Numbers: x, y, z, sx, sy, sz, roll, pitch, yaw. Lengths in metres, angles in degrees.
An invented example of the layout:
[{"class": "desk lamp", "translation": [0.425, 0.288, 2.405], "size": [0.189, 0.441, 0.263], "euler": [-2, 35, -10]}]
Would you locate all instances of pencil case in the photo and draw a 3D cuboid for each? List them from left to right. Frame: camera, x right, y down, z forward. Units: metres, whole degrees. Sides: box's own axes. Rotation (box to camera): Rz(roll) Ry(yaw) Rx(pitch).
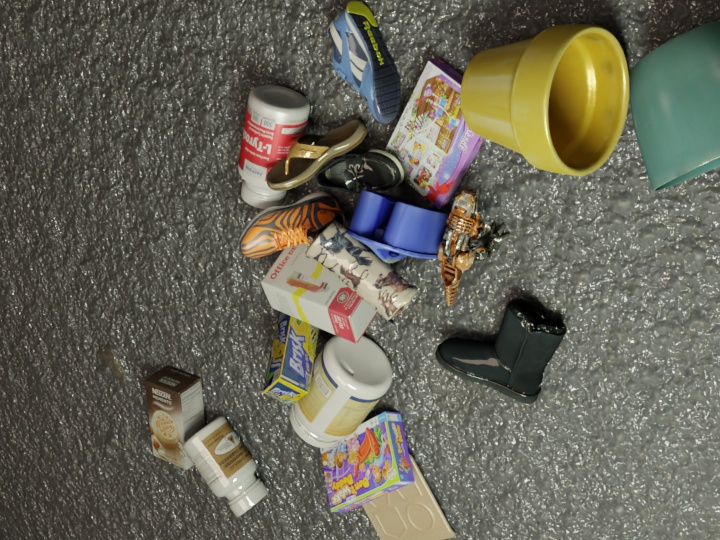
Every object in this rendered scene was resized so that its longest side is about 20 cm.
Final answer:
[{"class": "pencil case", "translation": [0.000, 0.000, 1.518], "size": [0.199, 0.078, 0.090], "euler": [39, 161, 4]}]

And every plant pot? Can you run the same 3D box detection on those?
[{"class": "plant pot", "translation": [0.251, -0.247, 1.290], "size": [0.187, 0.199, 0.205], "euler": [16, 119, 46]}, {"class": "plant pot", "translation": [0.441, -0.218, 1.164], "size": [0.199, 0.199, 0.164], "euler": [-27, 82, 39]}]

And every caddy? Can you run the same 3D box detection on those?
[{"class": "caddy", "translation": [0.061, -0.064, 1.492], "size": [0.139, 0.199, 0.107], "euler": [21, 98, 26]}]

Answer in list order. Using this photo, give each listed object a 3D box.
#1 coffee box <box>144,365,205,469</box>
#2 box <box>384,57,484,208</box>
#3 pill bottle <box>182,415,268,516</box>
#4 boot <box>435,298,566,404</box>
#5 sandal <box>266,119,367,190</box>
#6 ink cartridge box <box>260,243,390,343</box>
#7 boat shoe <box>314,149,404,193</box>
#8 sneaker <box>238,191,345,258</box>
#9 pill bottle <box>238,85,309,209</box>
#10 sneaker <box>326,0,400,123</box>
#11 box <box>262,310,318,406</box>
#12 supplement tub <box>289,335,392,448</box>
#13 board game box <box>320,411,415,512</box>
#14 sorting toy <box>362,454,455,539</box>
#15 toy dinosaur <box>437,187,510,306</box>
[{"class": "coffee box", "translation": [-0.422, 0.337, 2.075], "size": [0.113, 0.079, 0.204], "euler": [12, 116, 30]}, {"class": "box", "translation": [0.128, -0.222, 1.475], "size": [0.136, 0.039, 0.202], "euler": [40, 127, 16]}, {"class": "pill bottle", "translation": [-0.296, 0.436, 2.006], "size": [0.114, 0.114, 0.201], "euler": [-39, 86, 39]}, {"class": "boot", "translation": [0.234, 0.115, 1.516], "size": [0.197, 0.076, 0.171], "euler": [24, 125, 17]}, {"class": "sandal", "translation": [-0.082, -0.210, 1.553], "size": [0.198, 0.081, 0.054], "euler": [-32, 128, 2]}, {"class": "ink cartridge box", "translation": [-0.059, 0.022, 1.632], "size": [0.197, 0.146, 0.084], "euler": [19, 150, 27]}, {"class": "boat shoe", "translation": [-0.009, -0.164, 1.547], "size": [0.198, 0.066, 0.076], "euler": [16, 130, 47]}, {"class": "sneaker", "translation": [-0.116, -0.067, 1.601], "size": [0.112, 0.198, 0.078], "euler": [49, 165, 50]}, {"class": "pill bottle", "translation": [-0.161, -0.220, 1.634], "size": [0.111, 0.112, 0.203], "euler": [28, 123, 22]}, {"class": "sneaker", "translation": [0.005, -0.336, 1.496], "size": [0.081, 0.073, 0.204], "euler": [-19, 90, 40]}, {"class": "box", "translation": [-0.127, 0.149, 1.709], "size": [0.069, 0.202, 0.064], "euler": [29, 134, -23]}, {"class": "supplement tub", "translation": [-0.042, 0.231, 1.719], "size": [0.144, 0.144, 0.201], "euler": [44, 128, 11]}, {"class": "board game box", "translation": [0.010, 0.376, 1.763], "size": [0.199, 0.044, 0.137], "euler": [-34, 57, 37]}, {"class": "sorting toy", "translation": [0.079, 0.463, 1.807], "size": [0.184, 0.036, 0.202], "euler": [-28, 97, 40]}, {"class": "toy dinosaur", "translation": [0.160, -0.041, 1.467], "size": [0.102, 0.135, 0.201], "euler": [41, 127, 12]}]
